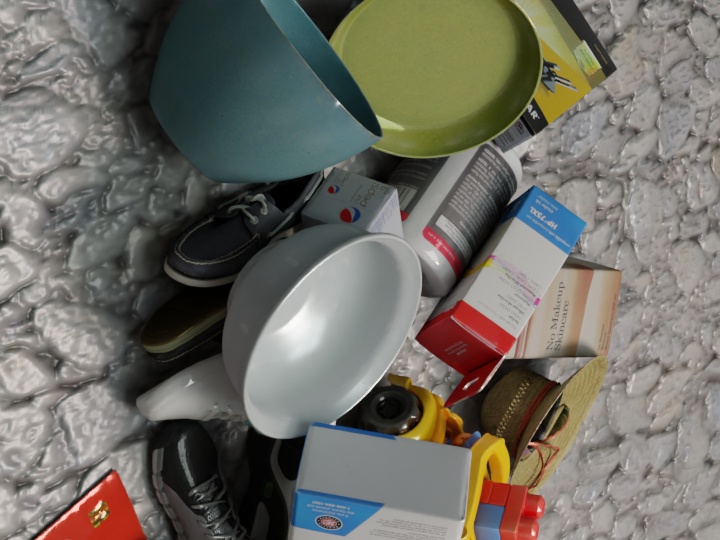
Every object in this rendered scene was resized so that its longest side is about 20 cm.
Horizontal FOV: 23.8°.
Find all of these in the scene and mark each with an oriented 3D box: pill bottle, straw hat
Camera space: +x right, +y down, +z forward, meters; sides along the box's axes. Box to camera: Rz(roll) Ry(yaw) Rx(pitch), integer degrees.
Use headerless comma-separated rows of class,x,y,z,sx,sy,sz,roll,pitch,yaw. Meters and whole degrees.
pill bottle,0.088,-0.081,1.663,0.200,0.111,0.111,-55,134,-21
straw hat,0.177,0.155,1.839,0.201,0.085,0.201,-46,156,-27

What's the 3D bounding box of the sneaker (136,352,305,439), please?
sneaker,-0.099,0.112,1.511,0.200,0.075,0.089,-16,84,-33

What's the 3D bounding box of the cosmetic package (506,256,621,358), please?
cosmetic package,0.182,0.037,1.815,0.200,0.087,0.104,0,102,-47

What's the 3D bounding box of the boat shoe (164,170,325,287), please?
boat shoe,-0.098,-0.050,1.490,0.200,0.073,0.063,-34,147,-45

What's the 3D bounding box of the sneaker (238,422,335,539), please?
sneaker,-0.053,0.189,1.631,0.115,0.076,0.201,17,90,-61

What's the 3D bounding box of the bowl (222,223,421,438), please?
bowl,-0.049,0.036,1.450,0.201,0.090,0.201,-32,141,-30

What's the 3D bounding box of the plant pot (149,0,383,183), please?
plant pot,-0.094,-0.149,1.412,0.135,0.200,0.200,-37,135,10

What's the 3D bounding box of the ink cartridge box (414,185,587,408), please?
ink cartridge box,0.123,0.027,1.633,0.067,0.116,0.200,36,70,-5

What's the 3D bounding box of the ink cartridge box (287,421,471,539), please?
ink cartridge box,0.011,0.238,1.499,0.084,0.146,0.200,-80,179,-45

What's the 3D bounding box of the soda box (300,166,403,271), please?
soda box,0.000,0.000,1.575,0.064,0.068,0.200,-55,154,-31

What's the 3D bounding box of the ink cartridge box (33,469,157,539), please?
ink cartridge box,-0.237,0.300,1.469,0.200,0.043,0.174,-41,129,-32

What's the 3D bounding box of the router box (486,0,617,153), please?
router box,0.140,-0.235,1.644,0.157,0.052,0.200,-39,98,-41

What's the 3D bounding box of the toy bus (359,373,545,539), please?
toy bus,0.086,0.210,1.648,0.136,0.191,0.200,76,23,-45

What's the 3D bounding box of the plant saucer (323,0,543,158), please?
plant saucer,0.063,-0.188,1.540,0.200,0.200,0.031,55,19,-40

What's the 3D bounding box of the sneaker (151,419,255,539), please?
sneaker,-0.116,0.228,1.525,0.075,0.115,0.201,-31,123,-38

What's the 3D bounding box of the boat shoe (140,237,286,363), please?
boat shoe,-0.108,0.035,1.511,0.200,0.073,0.065,-35,119,-36
